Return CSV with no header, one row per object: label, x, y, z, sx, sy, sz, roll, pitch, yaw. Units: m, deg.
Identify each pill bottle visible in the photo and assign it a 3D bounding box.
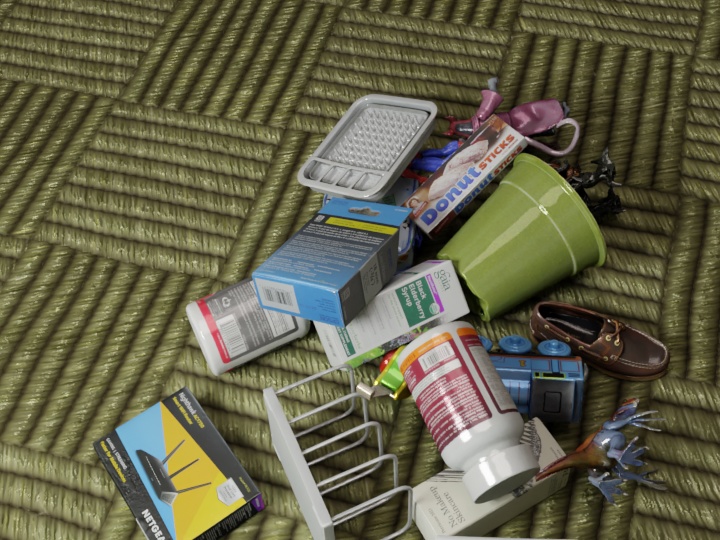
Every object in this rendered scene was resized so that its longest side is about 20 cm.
pill bottle,0.132,0.172,1.183,0.108,0.110,0.201,-21,65,-11
pill bottle,-0.139,0.061,1.385,0.198,0.111,0.111,-24,55,-13

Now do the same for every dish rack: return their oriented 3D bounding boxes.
dish rack,0.017,-0.179,1.463,0.170,0.044,0.201,15,61,41

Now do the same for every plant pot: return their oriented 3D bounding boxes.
plant pot,0.216,-0.031,1.391,0.189,0.201,0.200,-37,58,-8

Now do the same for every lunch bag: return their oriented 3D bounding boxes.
lunch bag,0.019,-0.077,1.498,0.158,0.076,0.202,4,53,5

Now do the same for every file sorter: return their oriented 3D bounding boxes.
file sorter,-0.027,0.243,1.223,0.123,0.140,0.201,-20,54,-13

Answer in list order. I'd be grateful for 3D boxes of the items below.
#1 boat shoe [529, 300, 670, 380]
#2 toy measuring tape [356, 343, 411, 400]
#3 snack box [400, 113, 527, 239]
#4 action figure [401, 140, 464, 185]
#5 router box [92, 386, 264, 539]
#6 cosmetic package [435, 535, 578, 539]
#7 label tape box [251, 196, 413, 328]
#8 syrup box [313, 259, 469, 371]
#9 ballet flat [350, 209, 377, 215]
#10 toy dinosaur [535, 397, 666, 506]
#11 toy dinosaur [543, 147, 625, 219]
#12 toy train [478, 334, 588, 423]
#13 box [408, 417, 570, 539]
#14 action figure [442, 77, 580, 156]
boat shoe,0.331,0.095,1.345,0.198,0.071,0.071,14,54,13
toy measuring tape,0.049,0.131,1.273,0.073,0.200,0.075,-2,85,20
snack box,0.152,-0.140,1.434,0.200,0.024,0.072,-45,55,0
action figure,0.094,-0.167,1.497,0.197,0.052,0.066,-2,46,2
router box,-0.240,0.269,1.274,0.148,0.051,0.200,-31,57,-19
cosmetic package,0.158,0.416,1.058,0.163,0.166,0.202,0,53,4
label tape box,-0.030,-0.015,1.314,0.143,0.064,0.200,11,39,33
syrup box,0.042,0.058,1.329,0.198,0.081,0.080,-24,97,-16
ballet flat,0.000,0.000,1.389,0.071,0.072,0.203,0,87,5
toy dinosaur,0.309,0.206,1.214,0.198,0.106,0.182,15,13,-4
toy dinosaur,0.329,-0.109,1.490,0.134,0.102,0.202,-16,58,6
toy train,0.204,0.142,1.291,0.197,0.088,0.114,3,24,7
box,0.162,0.274,1.225,0.198,0.069,0.082,-27,57,-16
action figure,0.226,-0.217,1.544,0.197,0.135,0.150,-5,41,-16
